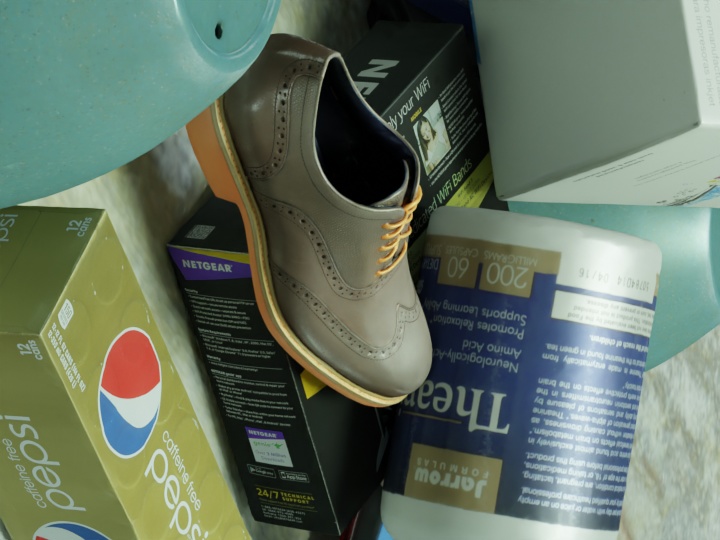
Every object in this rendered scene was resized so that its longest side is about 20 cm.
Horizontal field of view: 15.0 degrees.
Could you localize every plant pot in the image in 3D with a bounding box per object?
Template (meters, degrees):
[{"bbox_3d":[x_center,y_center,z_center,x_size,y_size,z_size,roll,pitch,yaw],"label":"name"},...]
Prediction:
[{"bbox_3d":[0.135,-0.025,1.472,0.200,0.134,0.202,2,90,-67],"label":"plant pot"},{"bbox_3d":[-0.105,-0.117,0.961,0.200,0.134,0.202,3,90,-66],"label":"plant pot"}]

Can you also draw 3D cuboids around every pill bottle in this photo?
[{"bbox_3d":[0.069,0.077,1.253,0.111,0.110,0.201,14,85,-66],"label":"pill bottle"}]

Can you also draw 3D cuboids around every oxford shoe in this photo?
[{"bbox_3d":[-0.006,-0.015,1.154,0.072,0.073,0.200,-61,138,-34],"label":"oxford shoe"}]

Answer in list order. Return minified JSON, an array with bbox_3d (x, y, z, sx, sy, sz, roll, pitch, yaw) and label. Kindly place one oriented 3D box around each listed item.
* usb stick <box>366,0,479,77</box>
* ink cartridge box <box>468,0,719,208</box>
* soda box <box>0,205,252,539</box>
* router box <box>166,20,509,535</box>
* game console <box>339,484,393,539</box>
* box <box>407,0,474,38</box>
[{"bbox_3d":[0.088,-0.129,1.419,0.199,0.033,0.056,-9,63,-38],"label":"usb stick"},{"bbox_3d":[0.174,-0.118,1.320,0.199,0.144,0.148,-1,78,-39],"label":"ink cartridge box"},{"bbox_3d":[-0.106,0.069,1.073,0.201,0.064,0.068,71,32,-41],"label":"soda box"},{"bbox_3d":[0.000,0.000,1.282,0.200,0.052,0.158,-49,134,-43],"label":"router box"},{"bbox_3d":[0.050,0.229,1.378,0.119,0.172,0.200,-47,146,-6],"label":"game console"},{"bbox_3d":[0.080,-0.170,1.380,0.199,0.032,0.122,26,65,-26],"label":"box"}]
